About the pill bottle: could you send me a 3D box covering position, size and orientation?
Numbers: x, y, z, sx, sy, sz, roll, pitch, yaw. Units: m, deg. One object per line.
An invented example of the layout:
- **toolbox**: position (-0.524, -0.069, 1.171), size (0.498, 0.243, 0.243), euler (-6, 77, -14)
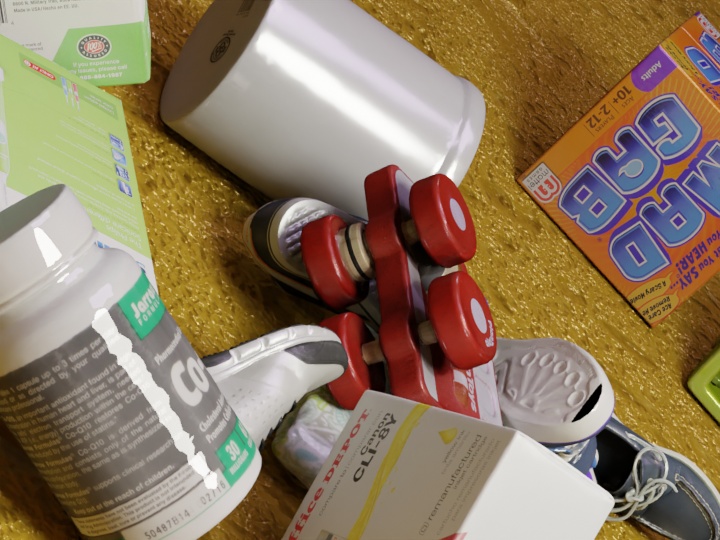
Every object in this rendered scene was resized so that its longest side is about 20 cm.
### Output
- **pill bottle**: position (-0.152, 0.059, 1.237), size (0.200, 0.113, 0.113), euler (58, 22, -16)

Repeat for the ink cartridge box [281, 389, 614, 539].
- **ink cartridge box**: position (0.040, 0.162, 1.309), size (0.083, 0.145, 0.200), euler (35, -11, -23)

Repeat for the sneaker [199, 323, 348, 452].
- **sneaker**: position (-0.082, 0.091, 1.392), size (0.200, 0.074, 0.080), euler (-18, 75, -41)

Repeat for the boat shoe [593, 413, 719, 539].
- **boat shoe**: position (0.215, 0.161, 1.767), size (0.200, 0.075, 0.062), euler (44, 24, -4)

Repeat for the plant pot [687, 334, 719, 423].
- **plant pot**: position (0.458, 0.093, 2.117), size (0.200, 0.199, 0.181), euler (46, 19, 0)

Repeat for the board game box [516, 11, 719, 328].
- **board game box**: position (0.313, -0.104, 2.156), size (0.200, 0.200, 0.200), euler (47, 25, 2)

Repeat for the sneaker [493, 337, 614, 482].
- **sneaker**: position (0.156, 0.124, 1.637), size (0.147, 0.081, 0.200), euler (48, -17, -26)

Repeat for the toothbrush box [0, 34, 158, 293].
- **toothbrush box**: position (-0.219, -0.049, 1.376), size (0.145, 0.086, 0.200), euler (27, 31, -37)

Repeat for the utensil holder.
- **utensil holder**: position (-0.032, -0.125, 1.692), size (0.200, 0.170, 0.170), euler (33, 28, -22)

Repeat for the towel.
- **towel**: position (0.024, 0.133, 1.544), size (0.171, 0.048, 0.200), euler (40, 26, -8)

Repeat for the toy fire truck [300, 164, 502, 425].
- **toy fire truck**: position (0.048, 0.034, 1.543), size (0.168, 0.112, 0.201), euler (45, 30, -51)

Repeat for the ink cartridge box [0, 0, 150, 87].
- **ink cartridge box**: position (-0.220, -0.225, 1.441), size (0.145, 0.201, 0.084), euler (-4, 31, -2)

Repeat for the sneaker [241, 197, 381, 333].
- **sneaker**: position (0.000, 0.000, 1.632), size (0.200, 0.079, 0.079), euler (32, -13, -30)
